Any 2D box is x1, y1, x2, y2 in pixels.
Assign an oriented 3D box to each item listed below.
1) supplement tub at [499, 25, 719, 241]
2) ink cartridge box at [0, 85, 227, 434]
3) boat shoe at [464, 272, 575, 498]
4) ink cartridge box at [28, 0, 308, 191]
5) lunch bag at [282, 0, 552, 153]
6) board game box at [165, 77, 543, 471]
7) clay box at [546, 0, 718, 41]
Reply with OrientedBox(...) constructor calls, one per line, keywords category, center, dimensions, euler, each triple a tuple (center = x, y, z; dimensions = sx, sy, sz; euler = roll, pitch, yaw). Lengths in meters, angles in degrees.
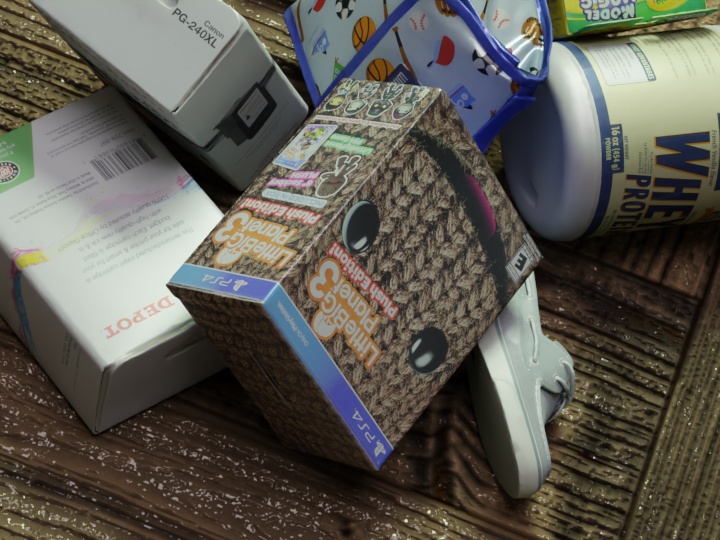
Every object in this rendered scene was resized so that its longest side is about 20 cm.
OrientedBox(category="supplement tub", center=(0.216, -0.103, 1.768), dimensions=(0.200, 0.145, 0.145), euler=(-8, 55, -18))
OrientedBox(category="ink cartridge box", center=(-0.173, -0.009, 1.647), dimensions=(0.145, 0.088, 0.200), euler=(-28, 62, -29))
OrientedBox(category="boat shoe", center=(0.112, 0.065, 1.662), dimensions=(0.071, 0.070, 0.201), euler=(-5, 50, -9))
OrientedBox(category="ink cartridge box", center=(-0.132, -0.151, 1.687), dimensions=(0.145, 0.200, 0.083), euler=(38, 87, 17))
OrientedBox(category="lunch bag", center=(0.045, -0.158, 1.743), dimensions=(0.124, 0.170, 0.200), euler=(11, 47, -37))
OrientedBox(category="board game box", center=(0.000, 0.000, 1.594), dimensions=(0.097, 0.159, 0.200), euler=(10, 53, 47))
OrientedBox(category="clay box", center=(0.173, -0.198, 1.810), dimensions=(0.115, 0.200, 0.048), euler=(-10, 93, -19))
